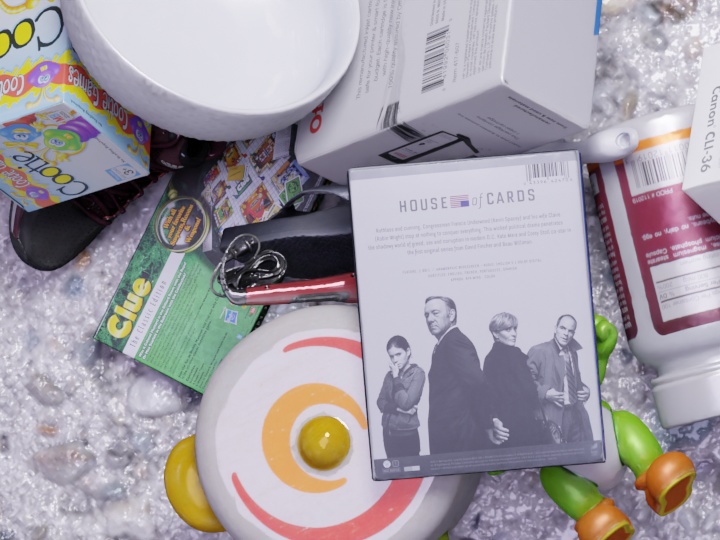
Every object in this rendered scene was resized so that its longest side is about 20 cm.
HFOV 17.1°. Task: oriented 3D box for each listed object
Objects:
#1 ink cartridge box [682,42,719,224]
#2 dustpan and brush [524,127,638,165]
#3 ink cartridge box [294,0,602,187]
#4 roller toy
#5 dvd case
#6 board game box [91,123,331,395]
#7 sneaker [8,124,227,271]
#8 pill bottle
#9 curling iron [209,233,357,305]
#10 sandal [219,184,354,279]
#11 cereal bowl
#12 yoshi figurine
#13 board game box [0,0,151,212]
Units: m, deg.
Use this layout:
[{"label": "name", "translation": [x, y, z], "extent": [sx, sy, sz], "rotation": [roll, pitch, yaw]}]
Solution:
[{"label": "ink cartridge box", "translation": [0.270, -0.075, 1.521], "extent": [0.067, 0.200, 0.117], "rotation": [-16, 48, 39]}, {"label": "dustpan and brush", "translation": [0.114, -0.070, 1.594], "extent": [0.057, 0.200, 0.140], "rotation": [-4, 84, -24]}, {"label": "ink cartridge box", "translation": [0.057, -0.144, 1.570], "extent": [0.200, 0.084, 0.146], "rotation": [-18, 57, 46]}, {"label": "roller toy", "translation": [-0.016, 0.114, 1.605], "extent": [0.200, 0.140, 0.183], "rotation": [23, 90, 11]}, {"label": "dvd case", "translation": [0.074, 0.029, 1.524], "extent": [0.150, 0.025, 0.200], "rotation": [-5, 88, 1]}, {"label": "board game box", "translation": [-0.100, -0.018, 1.688], "extent": [0.105, 0.023, 0.200], "rotation": [27, 91, 8]}, {"label": "sneaker", "translation": [-0.161, -0.074, 1.653], "extent": [0.115, 0.076, 0.200], "rotation": [34, 94, 47]}, {"label": "pill bottle", "translation": [0.223, -0.003, 1.582], "extent": [0.114, 0.114, 0.200], "rotation": [-13, 84, 9]}, {"label": "curling iron", "translation": [0.000, 0.000, 1.586], "extent": [0.200, 0.026, 0.050], "rotation": [0, 72, -5]}, {"label": "sandal", "translation": [-0.001, -0.034, 1.614], "extent": [0.200, 0.076, 0.043], "rotation": [-10, 64, 25]}, {"label": "cereal bowl", "translation": [-0.106, -0.165, 1.565], "extent": [0.200, 0.083, 0.200], "rotation": [12, 56, -18]}, {"label": "yoshi figurine", "translation": [0.128, 0.082, 1.573], "extent": [0.200, 0.112, 0.112], "rotation": [54, 134, 24]}, {"label": "board game box", "translation": [-0.207, -0.159, 1.626], "extent": [0.103, 0.105, 0.200], "rotation": [-15, 57, 25]}]
